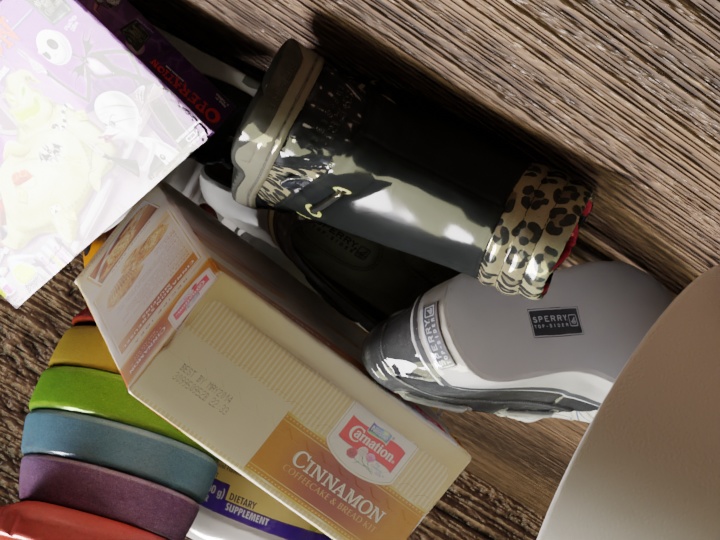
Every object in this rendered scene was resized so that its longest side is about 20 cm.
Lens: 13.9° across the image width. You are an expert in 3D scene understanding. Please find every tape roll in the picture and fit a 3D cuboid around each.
[{"bbox_3d":[0.172,0.115,1.258,0.139,0.203,0.203,27,174,19],"label":"tape roll"}]

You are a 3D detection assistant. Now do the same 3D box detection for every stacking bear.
[{"bbox_3d":[-0.122,0.060,1.567,0.114,0.200,0.121,18,168,-15],"label":"stacking bear"}]

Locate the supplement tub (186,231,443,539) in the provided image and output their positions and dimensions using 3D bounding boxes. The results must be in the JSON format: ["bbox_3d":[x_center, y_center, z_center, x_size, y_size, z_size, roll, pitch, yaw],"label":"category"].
[{"bbox_3d":[-0.023,0.061,1.649,0.145,0.200,0.145,19,-175,-2],"label":"supplement tub"}]

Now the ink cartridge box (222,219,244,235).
[{"bbox_3d":[-0.044,0.023,1.814,0.200,0.148,0.086,28,174,6],"label":"ink cartridge box"}]

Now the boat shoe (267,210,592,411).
[{"bbox_3d":[0.042,0.020,1.454,0.201,0.072,0.066,30,-159,-8],"label":"boat shoe"}]

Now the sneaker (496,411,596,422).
[{"bbox_3d":[0.132,0.065,1.706,0.087,0.075,0.200,25,175,-3],"label":"sneaker"}]

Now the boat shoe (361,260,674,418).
[{"bbox_3d":[0.082,0.039,1.399,0.068,0.072,0.200,-22,166,40],"label":"boat shoe"}]

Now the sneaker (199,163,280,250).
[{"bbox_3d":[0.000,0.000,1.542,0.200,0.085,0.073,22,-147,22],"label":"sneaker"}]

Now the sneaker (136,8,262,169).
[{"bbox_3d":[-0.107,-0.077,1.522,0.200,0.088,0.076,29,174,2],"label":"sneaker"}]

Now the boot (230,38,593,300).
[{"bbox_3d":[0.023,-0.035,1.333,0.154,0.074,0.204,26,176,3],"label":"boot"}]

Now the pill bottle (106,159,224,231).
[{"bbox_3d":[-0.163,-0.085,1.622,0.200,0.111,0.111,33,173,-33],"label":"pill bottle"}]

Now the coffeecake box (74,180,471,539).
[{"bbox_3d":[-0.047,0.046,1.434,0.153,0.073,0.200,37,-176,-18],"label":"coffeecake box"}]

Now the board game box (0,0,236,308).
[{"bbox_3d":[-0.161,-0.069,1.477,0.120,0.032,0.200,47,135,-5],"label":"board game box"}]
